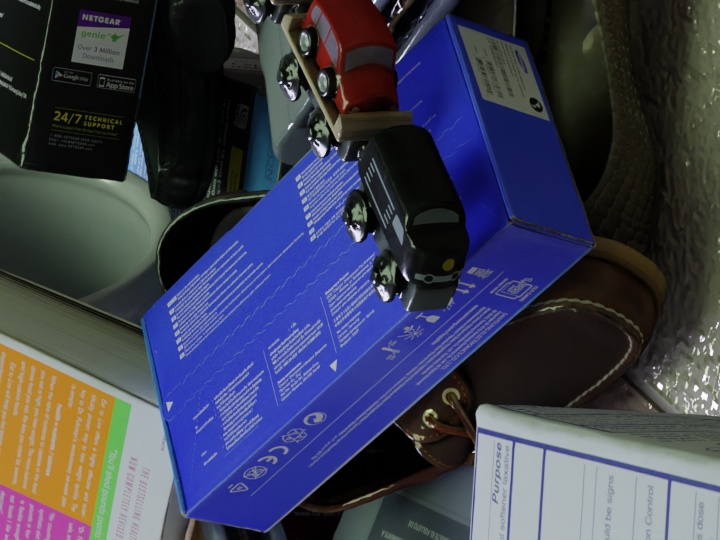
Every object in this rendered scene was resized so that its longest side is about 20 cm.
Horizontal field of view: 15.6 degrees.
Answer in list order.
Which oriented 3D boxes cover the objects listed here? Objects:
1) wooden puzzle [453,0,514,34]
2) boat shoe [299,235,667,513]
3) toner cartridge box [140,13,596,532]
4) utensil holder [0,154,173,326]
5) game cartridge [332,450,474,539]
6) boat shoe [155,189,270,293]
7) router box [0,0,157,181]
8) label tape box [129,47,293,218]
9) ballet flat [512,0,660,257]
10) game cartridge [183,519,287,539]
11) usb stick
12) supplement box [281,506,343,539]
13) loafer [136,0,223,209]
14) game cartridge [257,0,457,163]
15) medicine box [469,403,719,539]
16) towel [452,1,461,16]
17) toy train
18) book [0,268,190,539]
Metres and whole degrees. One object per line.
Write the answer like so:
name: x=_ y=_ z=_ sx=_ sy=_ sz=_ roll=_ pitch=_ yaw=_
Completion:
wooden puzzle: x=0.059 y=-0.197 z=1.065 sx=0.186 sy=0.046 sz=0.201 roll=-112 pitch=30 yaw=-44
boat shoe: x=0.040 y=0.047 z=1.003 sx=0.200 sy=0.070 sz=0.071 roll=-31 pitch=31 yaw=52
toner cartridge box: x=-0.003 y=0.005 z=0.976 sx=0.200 sy=0.043 sz=0.095 roll=-42 pitch=47 yaw=36
utensil holder: x=-0.170 y=0.066 z=1.247 sx=0.170 sy=0.169 sz=0.201 roll=-128 pitch=33 yaw=-55
game cartridge: x=0.037 y=0.142 z=1.029 sx=0.134 sy=0.041 sz=0.200 roll=-64 pitch=25 yaw=-4
boat shoe: x=0.000 y=0.003 z=1.081 sx=0.201 sy=0.063 sz=0.074 roll=3 pitch=92 yaw=42
router box: x=-0.141 y=-0.132 z=1.148 sx=0.200 sy=0.051 sz=0.150 roll=-149 pitch=68 yaw=-63
label tape box: x=-0.055 y=-0.024 z=1.262 sx=0.200 sy=0.063 sz=0.145 roll=28 pitch=113 yaw=62
ballet flat: x=0.076 y=-0.080 z=0.967 sx=0.067 sy=0.046 sz=0.201 roll=17 pitch=114 yaw=40
game cartridge: x=-0.064 y=0.158 z=1.138 sx=0.200 sy=0.041 sz=0.134 roll=-114 pitch=39 yaw=-51
usb stick: x=-0.077 y=-0.167 z=1.147 sx=0.056 sy=0.032 sz=0.201 roll=89 pitch=174 yaw=-46
supplement box: x=-0.024 y=0.195 z=1.170 sx=0.109 sy=0.061 sz=0.201 roll=127 pitch=138 yaw=-51
loafer: x=-0.105 y=-0.121 z=1.219 sx=0.068 sy=0.070 sz=0.202 roll=123 pitch=140 yaw=-62
game cartridge: x=-0.002 y=-0.140 z=1.026 sx=0.200 sy=0.041 sz=0.134 roll=129 pitch=141 yaw=-62
medicine box: x=0.116 y=0.143 z=0.823 sx=0.200 sy=0.102 sz=0.183 roll=-172 pitch=86 yaw=-66
towel: x=0.009 y=-0.185 z=1.095 sx=0.201 sy=0.024 sz=0.145 roll=-112 pitch=29 yaw=-43
toy train: x=-0.007 y=-0.072 z=0.927 sx=0.201 sy=0.034 sz=0.046 roll=66 pitch=149 yaw=34
book: x=-0.165 y=0.065 z=1.115 sx=0.048 sy=0.199 sz=0.134 roll=-51 pitch=-19 yaw=-55
